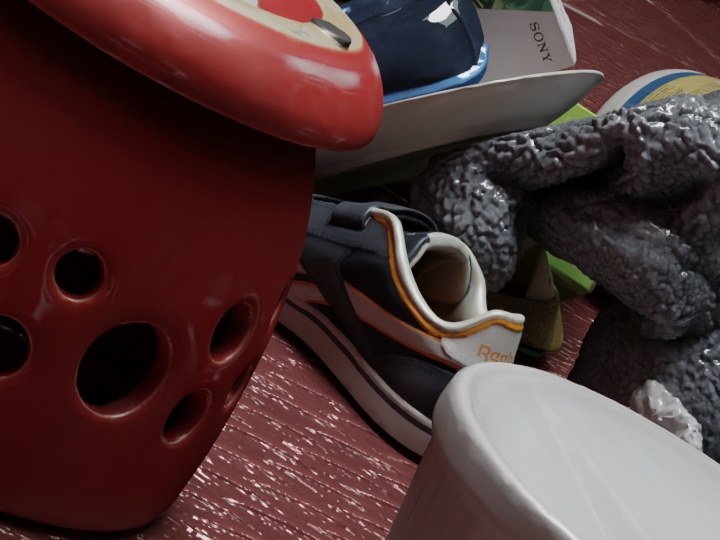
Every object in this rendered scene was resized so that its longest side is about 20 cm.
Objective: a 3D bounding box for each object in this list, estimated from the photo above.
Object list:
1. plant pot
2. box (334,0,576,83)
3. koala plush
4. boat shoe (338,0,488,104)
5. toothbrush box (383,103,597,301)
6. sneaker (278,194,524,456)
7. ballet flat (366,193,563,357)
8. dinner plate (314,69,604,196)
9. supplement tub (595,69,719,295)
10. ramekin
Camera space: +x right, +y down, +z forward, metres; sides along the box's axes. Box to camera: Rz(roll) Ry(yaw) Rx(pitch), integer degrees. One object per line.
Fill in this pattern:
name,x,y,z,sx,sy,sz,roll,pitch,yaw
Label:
plant pot,-0.107,-0.041,0.935,0.199,0.183,0.201,28,15,-8
box,-0.010,-0.131,1.304,0.036,0.199,0.145,-96,165,-47
koala plush,0.149,0.024,1.282,0.177,0.183,0.202,-8,85,-58
boat shoe,-0.043,-0.095,1.268,0.198,0.069,0.084,-13,-3,-12
toothbrush box,0.056,-0.072,1.488,0.199,0.086,0.146,32,-3,1
sneaker,0.000,0.000,1.228,0.200,0.080,0.078,41,17,33
ballet flat,0.056,0.000,1.366,0.071,0.071,0.199,43,17,33
dinner plate,0.023,-0.061,1.314,0.200,0.199,0.024,-8,83,-68
supplement tub,0.231,-0.027,1.582,0.144,0.146,0.199,19,4,-42
ramekin,0.094,0.128,0.980,0.202,0.095,0.203,31,15,-9
